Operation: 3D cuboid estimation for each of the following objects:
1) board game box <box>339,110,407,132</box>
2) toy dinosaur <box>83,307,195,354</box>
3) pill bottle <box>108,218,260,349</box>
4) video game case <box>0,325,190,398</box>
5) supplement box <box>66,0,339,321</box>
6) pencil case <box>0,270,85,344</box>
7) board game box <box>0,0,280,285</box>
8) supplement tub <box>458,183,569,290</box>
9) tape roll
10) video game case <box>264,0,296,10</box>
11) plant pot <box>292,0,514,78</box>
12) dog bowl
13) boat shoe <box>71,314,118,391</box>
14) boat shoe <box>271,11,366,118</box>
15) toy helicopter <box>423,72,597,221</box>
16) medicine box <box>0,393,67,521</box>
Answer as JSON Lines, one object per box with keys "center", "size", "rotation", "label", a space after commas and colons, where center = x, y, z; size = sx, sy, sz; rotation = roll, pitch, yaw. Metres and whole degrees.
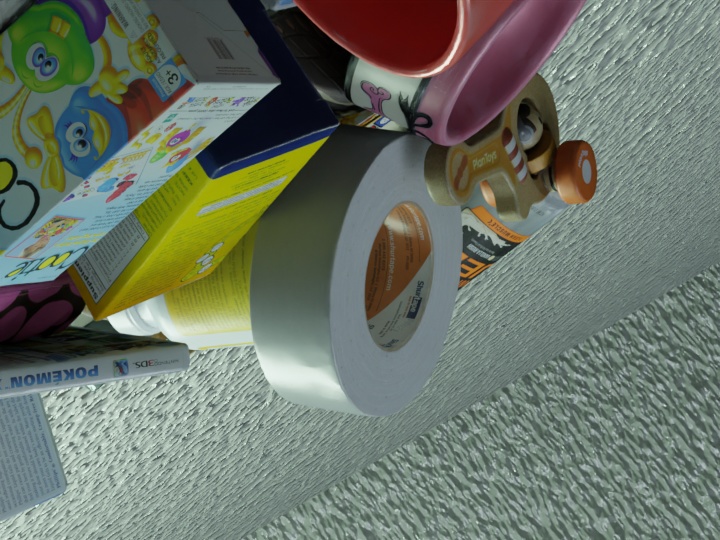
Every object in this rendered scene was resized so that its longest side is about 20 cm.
{"center": [0.004, -0.120, 1.843], "size": [0.200, 0.046, 0.151], "rotation": [-34, 169, 4], "label": "board game box"}
{"center": [-0.164, 0.022, 1.891], "size": [0.200, 0.107, 0.060], "rotation": [-32, 178, -39], "label": "toy dinosaur"}
{"center": [-0.093, 0.001, 1.774], "size": [0.199, 0.113, 0.112], "rotation": [-6, -179, 25], "label": "pill bottle"}
{"center": [-0.245, 0.063, 1.635], "size": [0.181, 0.022, 0.200], "rotation": [-7, -173, -34], "label": "video game case"}
{"center": [-0.122, -0.073, 1.541], "size": [0.109, 0.109, 0.200], "rotation": [-23, 165, -41], "label": "supplement box"}
{"center": [-0.261, 0.016, 1.581], "size": [0.093, 0.091, 0.200], "rotation": [-32, 173, 25], "label": "pencil case"}
{"center": [-0.165, -0.089, 1.371], "size": [0.200, 0.103, 0.105], "rotation": [-39, 167, 22], "label": "board game box"}
{"center": [0.061, -0.047, 1.876], "size": [0.200, 0.123, 0.122], "rotation": [-38, 168, 24], "label": "supplement tub"}
{"center": [0.000, 0.000, 1.651], "size": [0.066, 0.202, 0.200], "rotation": [9, -170, 28], "label": "tape roll"}
{"center": [0.049, -0.243, 1.528], "size": [0.200, 0.023, 0.182], "rotation": [-21, 163, -50], "label": "video game case"}
{"center": [0.045, -0.229, 1.217], "size": [0.177, 0.201, 0.201], "rotation": [-40, 172, -22], "label": "plant pot"}
{"center": [0.081, -0.168, 1.563], "size": [0.200, 0.074, 0.200], "rotation": [-46, 166, -15], "label": "dog bowl"}
{"center": [-0.162, 0.039, 1.962], "size": [0.199, 0.062, 0.073], "rotation": [-26, 167, -31], "label": "boat shoe"}
{"center": [-0.037, -0.127, 1.639], "size": [0.073, 0.075, 0.200], "rotation": [-37, 167, 18], "label": "boat shoe"}
{"center": [0.096, -0.097, 1.684], "size": [0.078, 0.133, 0.200], "rotation": [-1, -166, 28], "label": "toy helicopter"}
{"center": [-0.350, 0.152, 1.707], "size": [0.182, 0.104, 0.199], "rotation": [-12, -172, 46], "label": "medicine box"}
